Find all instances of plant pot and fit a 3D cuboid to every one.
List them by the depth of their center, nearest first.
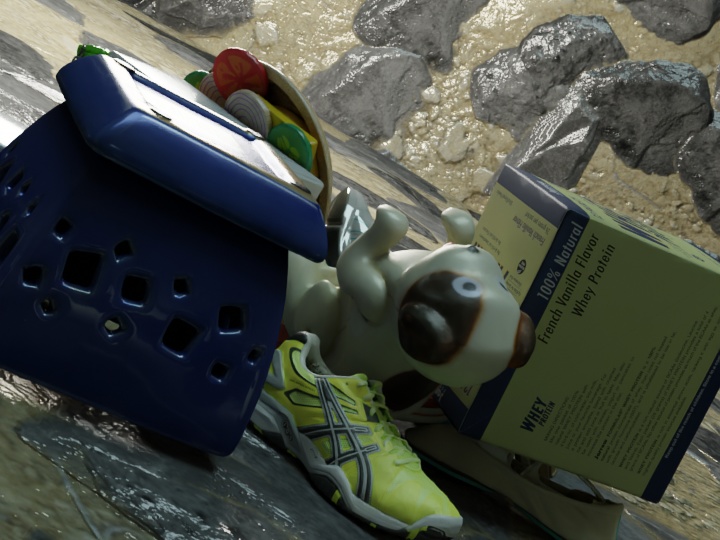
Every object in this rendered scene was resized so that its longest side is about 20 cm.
[{"bbox_3d":[-0.147,-0.022,1.017,0.200,0.180,0.200,27,12,-26],"label":"plant pot"}]

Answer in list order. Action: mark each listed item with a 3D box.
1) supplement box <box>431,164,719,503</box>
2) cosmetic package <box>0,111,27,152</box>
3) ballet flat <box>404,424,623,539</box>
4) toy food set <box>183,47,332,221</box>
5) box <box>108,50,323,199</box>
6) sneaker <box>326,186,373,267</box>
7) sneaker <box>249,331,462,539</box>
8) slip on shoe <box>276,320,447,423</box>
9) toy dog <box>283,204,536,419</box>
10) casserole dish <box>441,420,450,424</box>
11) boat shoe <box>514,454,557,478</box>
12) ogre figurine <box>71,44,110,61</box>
[{"bbox_3d":[0.182,0.051,1.254,0.199,0.201,0.134,21,12,-22],"label":"supplement box"},{"bbox_3d":[-0.298,-0.080,1.185,0.200,0.081,0.113,32,10,-3],"label":"cosmetic package"},{"bbox_3d":[0.134,0.169,1.291,0.200,0.070,0.069,32,10,3],"label":"ballet flat"},{"bbox_3d":[-0.102,-0.104,1.411,0.049,0.198,0.200,-21,50,-41],"label":"toy food set"},{"bbox_3d":[-0.161,-0.070,1.330,0.200,0.153,0.106,38,11,30],"label":"box"},{"bbox_3d":[0.000,0.000,1.380,0.080,0.070,0.201,26,31,-23],"label":"sneaker"},{"bbox_3d":[-0.004,0.119,1.094,0.200,0.077,0.075,37,10,23],"label":"sneaker"},{"bbox_3d":[0.001,0.084,1.283,0.200,0.061,0.074,25,-10,-32],"label":"slip on shoe"},{"bbox_3d":[0.036,0.042,1.154,0.139,0.195,0.200,17,-18,-29],"label":"toy dog"},{"bbox_3d":[0.052,0.074,1.431,0.039,0.122,0.200,-12,14,-1],"label":"casserole dish"},{"bbox_3d":[0.177,0.107,1.376,0.076,0.201,0.072,3,32,16],"label":"boat shoe"},{"bbox_3d":[-0.221,-0.129,1.534,0.200,0.120,0.098,28,14,-9],"label":"ogre figurine"}]
